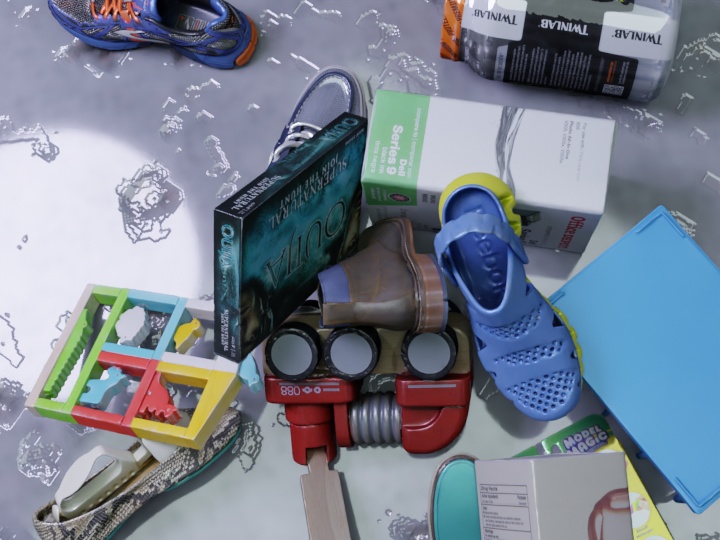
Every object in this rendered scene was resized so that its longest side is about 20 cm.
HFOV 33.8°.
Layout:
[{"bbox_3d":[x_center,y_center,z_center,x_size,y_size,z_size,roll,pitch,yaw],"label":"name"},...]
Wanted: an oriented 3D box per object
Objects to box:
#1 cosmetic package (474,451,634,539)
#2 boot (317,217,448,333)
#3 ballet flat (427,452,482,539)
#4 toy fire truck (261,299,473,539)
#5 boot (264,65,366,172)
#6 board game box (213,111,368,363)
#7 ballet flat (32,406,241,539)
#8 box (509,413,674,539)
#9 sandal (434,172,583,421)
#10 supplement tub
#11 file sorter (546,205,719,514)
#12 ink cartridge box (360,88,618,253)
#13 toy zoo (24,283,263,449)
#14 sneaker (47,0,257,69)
[{"bbox_3d":[0.154,0.242,0.911,0.087,0.103,0.202,-2,83,-20],"label":"cosmetic package"},{"bbox_3d":[0.000,0.000,0.976,0.096,0.200,0.075,-4,106,-12],"label":"boot"},{"bbox_3d":[0.099,0.250,0.985,0.069,0.069,0.201,-13,85,2],"label":"ballet flat"},{"bbox_3d":[0.008,0.136,1.002,0.175,0.129,0.201,-1,103,8],"label":"toy fire truck"},{"bbox_3d":[-0.046,-0.099,1.053,0.072,0.090,0.201,15,81,7],"label":"boot"},{"bbox_3d":[-0.054,-0.031,0.969,0.028,0.136,0.200,19,37,21],"label":"board game box"},{"bbox_3d":[-0.196,0.170,1.017,0.200,0.075,0.068,-37,34,-2],"label":"ballet flat"},{"bbox_3d":[0.200,0.231,0.989,0.117,0.048,0.201,-28,80,5],"label":"box"},{"bbox_3d":[0.106,0.025,0.900,0.079,0.087,0.201,-27,91,18],"label":"sandal"},{"bbox_3d":[0.175,-0.221,1.044,0.199,0.123,0.123,9,80,5],"label":"supplement tub"},{"bbox_3d":[0.253,0.077,0.981,0.139,0.123,0.200,-38,79,-4],"label":"file sorter"},{"bbox_3d":[0.107,-0.082,1.010,0.199,0.146,0.085,8,79,6],"label":"ink cartridge box"},{"bbox_3d":[-0.175,0.080,1.014,0.199,0.021,0.132,8,58,22],"label":"toy zoo"},{"bbox_3d":[-0.195,-0.244,1.098,0.199,0.078,0.076,9,79,6],"label":"sneaker"}]
